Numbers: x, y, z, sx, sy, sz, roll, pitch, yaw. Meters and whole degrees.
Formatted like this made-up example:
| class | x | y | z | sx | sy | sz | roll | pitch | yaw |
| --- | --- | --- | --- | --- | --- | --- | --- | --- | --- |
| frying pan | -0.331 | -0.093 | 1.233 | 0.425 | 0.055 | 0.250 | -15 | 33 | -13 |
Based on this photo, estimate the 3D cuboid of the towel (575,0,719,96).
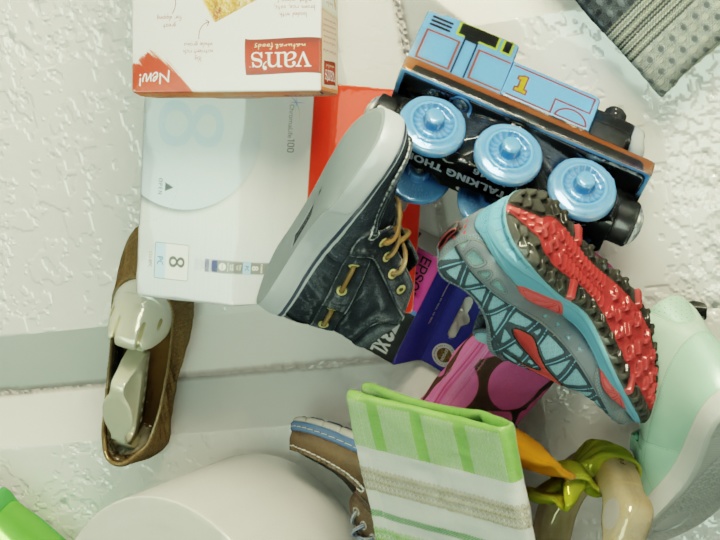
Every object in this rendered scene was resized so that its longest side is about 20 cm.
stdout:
| class | x | y | z | sx | sy | sz | roll | pitch | yaw |
| --- | --- | --- | --- | --- | --- | --- | --- | --- | --- |
| towel | 0.204 | -0.246 | 1.128 | 0.193 | 0.035 | 0.200 | 48 | 120 | 0 |

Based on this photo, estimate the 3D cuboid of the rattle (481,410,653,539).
| class | x | y | z | sx | sy | sz | roll | pitch | yaw |
| --- | --- | --- | --- | --- | --- | --- | --- | --- | --- |
| rattle | 0.109 | 0.208 | 1.221 | 0.201 | 0.142 | 0.131 | -61 | 41 | 28 |

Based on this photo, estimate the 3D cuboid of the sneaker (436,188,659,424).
| class | x | y | z | sx | sy | sz | roll | pitch | yaw |
| --- | --- | --- | --- | --- | --- | --- | --- | --- | --- |
| sneaker | 0.122 | 0.028 | 1.146 | 0.095 | 0.080 | 0.200 | -17 | 125 | 36 |

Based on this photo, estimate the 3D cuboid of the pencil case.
| class | x | y | z | sx | sy | sz | roll | pitch | yaw |
| --- | --- | --- | --- | --- | --- | --- | --- | --- | --- |
| pencil case | 0.096 | 0.064 | 1.241 | 0.201 | 0.093 | 0.091 | -57 | 43 | 24 |

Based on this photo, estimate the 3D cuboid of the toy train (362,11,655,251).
| class | x | y | z | sx | sy | sz | roll | pitch | yaw |
| --- | --- | --- | --- | --- | --- | --- | --- | --- | --- |
| toy train | 0.102 | -0.087 | 1.172 | 0.198 | 0.115 | 0.087 | 23 | 150 | 4 |

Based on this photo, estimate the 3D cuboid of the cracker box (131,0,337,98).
| class | x | y | z | sx | sy | sz | roll | pitch | yaw |
| --- | --- | --- | --- | --- | --- | --- | --- | --- | --- |
| cracker box | -0.084 | -0.218 | 1.181 | 0.132 | 0.058 | 0.203 | 0 | 93 | 12 |

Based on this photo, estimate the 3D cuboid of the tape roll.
| class | x | y | z | sx | sy | sz | roll | pitch | yaw |
| --- | --- | --- | --- | --- | --- | --- | --- | --- | --- |
| tape roll | -0.107 | 0.252 | 1.334 | 0.201 | 0.139 | 0.205 | 6 | 101 | 33 |

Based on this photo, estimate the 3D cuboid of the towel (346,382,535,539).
| class | x | y | z | sx | sy | sz | roll | pitch | yaw |
| --- | --- | --- | --- | --- | --- | --- | --- | --- | --- |
| towel | 0.067 | 0.178 | 1.207 | 0.148 | 0.031 | 0.202 | 10 | 121 | 41 |

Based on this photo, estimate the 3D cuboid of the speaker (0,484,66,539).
| class | x | y | z | sx | sy | sz | roll | pitch | yaw |
| --- | --- | --- | --- | --- | --- | --- | --- | --- | --- |
| speaker | -0.263 | 0.261 | 1.449 | 0.200 | 0.088 | 0.089 | 40 | 117 | 1 |

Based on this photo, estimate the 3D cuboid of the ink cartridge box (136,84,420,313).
| class | x | y | z | sx | sy | sz | roll | pitch | yaw |
| --- | --- | --- | --- | --- | --- | --- | --- | --- | --- |
| ink cartridge box | -0.058 | -0.054 | 1.241 | 0.197 | 0.047 | 0.162 | 6 | 99 | 13 |

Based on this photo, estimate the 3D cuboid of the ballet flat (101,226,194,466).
| class | x | y | z | sx | sy | sz | roll | pitch | yaw |
| --- | --- | --- | --- | --- | --- | --- | --- | --- | --- |
| ballet flat | -0.171 | 0.065 | 1.350 | 0.067 | 0.072 | 0.202 | 17 | 114 | 12 |

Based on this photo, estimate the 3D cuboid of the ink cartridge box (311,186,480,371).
| class | x | y | z | sx | sy | sz | roll | pitch | yaw |
| --- | --- | --- | --- | --- | --- | --- | --- | --- | --- |
| ink cartridge box | 0.000 | 0.000 | 1.288 | 0.198 | 0.037 | 0.095 | 28 | 116 | 5 |

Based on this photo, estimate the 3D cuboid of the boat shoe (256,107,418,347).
| class | x | y | z | sx | sy | sz | roll | pitch | yaw |
| --- | --- | --- | --- | --- | --- | --- | --- | --- | --- |
| boat shoe | 0.008 | -0.026 | 1.167 | 0.090 | 0.071 | 0.201 | 23 | 139 | -12 |

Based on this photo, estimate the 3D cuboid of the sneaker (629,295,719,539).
| class | x | y | z | sx | sy | sz | roll | pitch | yaw |
| --- | --- | --- | --- | --- | --- | --- | --- | --- | --- |
| sneaker | 0.216 | 0.105 | 1.246 | 0.119 | 0.073 | 0.202 | 60 | 150 | 33 |

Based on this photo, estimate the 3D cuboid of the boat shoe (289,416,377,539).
| class | x | y | z | sx | sy | sz | roll | pitch | yaw |
| --- | --- | --- | --- | --- | --- | --- | --- | --- | --- |
| boat shoe | 0.026 | 0.175 | 1.306 | 0.198 | 0.072 | 0.073 | 26 | 85 | 14 |
